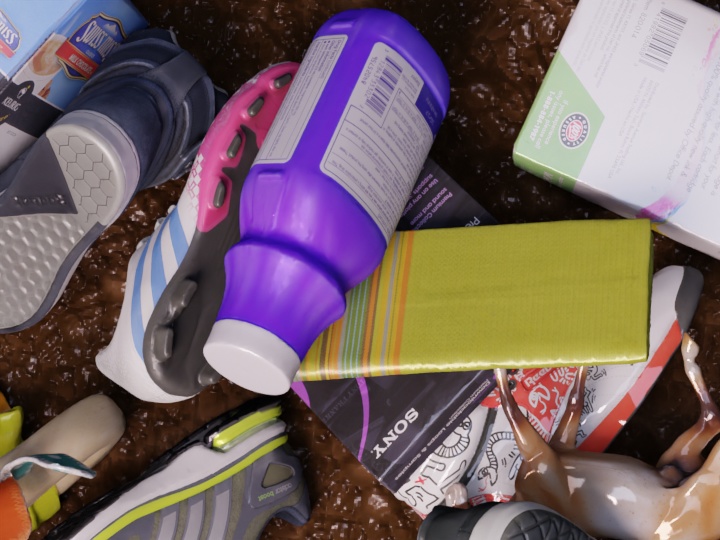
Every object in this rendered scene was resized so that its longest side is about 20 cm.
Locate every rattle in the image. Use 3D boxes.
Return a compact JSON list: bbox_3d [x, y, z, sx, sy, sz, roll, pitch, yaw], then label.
[{"bbox_3d":[-0.200,0.077,0.934,0.129,0.200,0.144,-24,86,2],"label":"rattle"}]

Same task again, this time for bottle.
[{"bbox_3d":[-0.019,-0.035,0.909,0.065,0.084,0.202,2,58,39],"label":"bottle"}]

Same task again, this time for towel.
[{"bbox_3d":[0.049,0.017,0.913,0.198,0.018,0.087,-4,55,17],"label":"towel"}]

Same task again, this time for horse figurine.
[{"bbox_3d":[0.139,0.097,0.924,0.197,0.050,0.134,2,98,1],"label":"horse figurine"}]

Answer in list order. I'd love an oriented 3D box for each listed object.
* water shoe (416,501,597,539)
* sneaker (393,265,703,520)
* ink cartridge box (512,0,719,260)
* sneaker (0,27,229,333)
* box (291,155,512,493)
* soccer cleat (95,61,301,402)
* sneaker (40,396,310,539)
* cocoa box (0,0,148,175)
[{"bbox_3d":[0.105,0.170,0.912,0.200,0.078,0.072,45,63,-36],"label":"water shoe"},{"bbox_3d":[0.094,0.059,0.981,0.107,0.067,0.202,35,92,3],"label":"sneaker"},{"bbox_3d":[0.195,-0.071,0.980,0.198,0.067,0.118,25,88,6],"label":"ink cartridge box"},{"bbox_3d":[-0.155,-0.052,1.004,0.077,0.147,0.202,46,132,-11],"label":"sneaker"},{"bbox_3d":[0.000,0.000,0.975,0.143,0.036,0.200,-46,66,1],"label":"box"},{"bbox_3d":[-0.083,-0.024,0.958,0.070,0.086,0.202,38,66,-32],"label":"soccer cleat"},{"bbox_3d":[-0.106,0.149,0.965,0.199,0.074,0.081,-33,94,-22],"label":"sneaker"},{"bbox_3d":[-0.236,-0.169,0.983,0.200,0.133,0.131,45,90,5],"label":"cocoa box"}]
